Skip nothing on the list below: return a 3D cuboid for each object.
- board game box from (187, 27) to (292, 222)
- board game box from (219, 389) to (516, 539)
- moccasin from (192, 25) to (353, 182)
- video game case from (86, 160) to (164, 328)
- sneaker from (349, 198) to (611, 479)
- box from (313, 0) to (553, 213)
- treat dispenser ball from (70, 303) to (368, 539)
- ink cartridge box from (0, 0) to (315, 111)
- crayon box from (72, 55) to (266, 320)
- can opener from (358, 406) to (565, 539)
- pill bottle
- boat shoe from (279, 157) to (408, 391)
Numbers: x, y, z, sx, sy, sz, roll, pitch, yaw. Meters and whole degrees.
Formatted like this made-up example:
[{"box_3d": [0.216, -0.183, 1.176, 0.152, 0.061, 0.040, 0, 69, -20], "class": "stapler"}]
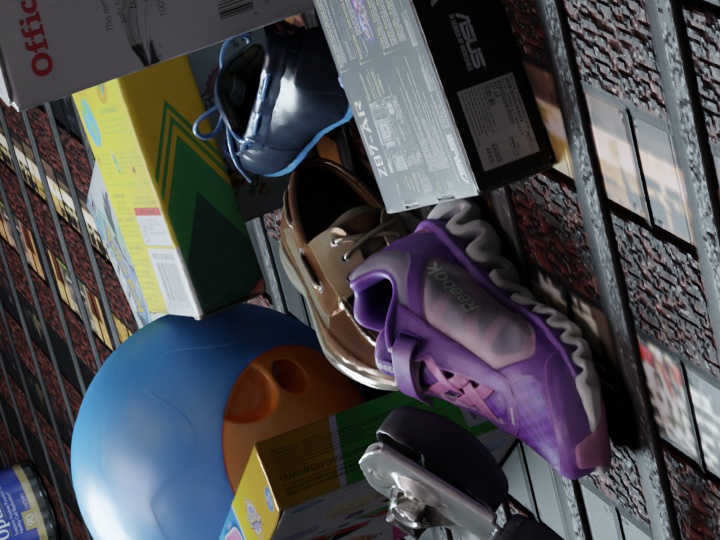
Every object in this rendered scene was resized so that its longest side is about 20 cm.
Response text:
[{"box_3d": [-0.109, -0.145, 1.810, 0.147, 0.064, 0.201, 37, 145, 63], "class": "board game box"}, {"box_3d": [0.004, 0.119, 1.588, 0.200, 0.152, 0.040, 114, 135, -68], "class": "board game box"}, {"box_3d": [-0.052, -0.109, 1.618, 0.200, 0.068, 0.081, 141, 140, -66], "class": "moccasin"}, {"box_3d": [-0.173, 0.000, 2.293, 0.182, 0.022, 0.201, 118, 130, -70], "class": "video game case"}, {"box_3d": [0.057, 0.045, 1.433, 0.200, 0.088, 0.081, 52, 156, 45], "class": "sneaker"}, {"box_3d": [0.021, -0.133, 1.412, 0.160, 0.043, 0.201, 170, 80, -75], "class": "box"}, {"box_3d": [-0.087, 0.121, 1.813, 0.201, 0.200, 0.202, 159, 90, -75], "class": "treat dispenser ball"}, {"box_3d": [-0.130, -0.194, 1.558, 0.084, 0.199, 0.145, -140, 34, -60], "class": "ink cartridge box"}, {"box_3d": [-0.129, -0.073, 1.760, 0.201, 0.051, 0.127, 71, 163, -8], "class": "crayon box"}, {"box_3d": [0.090, 0.134, 1.407, 0.199, 0.067, 0.053, 30, 154, 11], "class": "can opener"}, {"box_3d": [-0.477, 0.316, 3.407, 0.112, 0.199, 0.112, 160, 90, -75], "class": "pill bottle"}, {"box_3d": [0.000, 0.000, 1.603, 0.200, 0.075, 0.072, 47, 151, 51], "class": "boat shoe"}]
